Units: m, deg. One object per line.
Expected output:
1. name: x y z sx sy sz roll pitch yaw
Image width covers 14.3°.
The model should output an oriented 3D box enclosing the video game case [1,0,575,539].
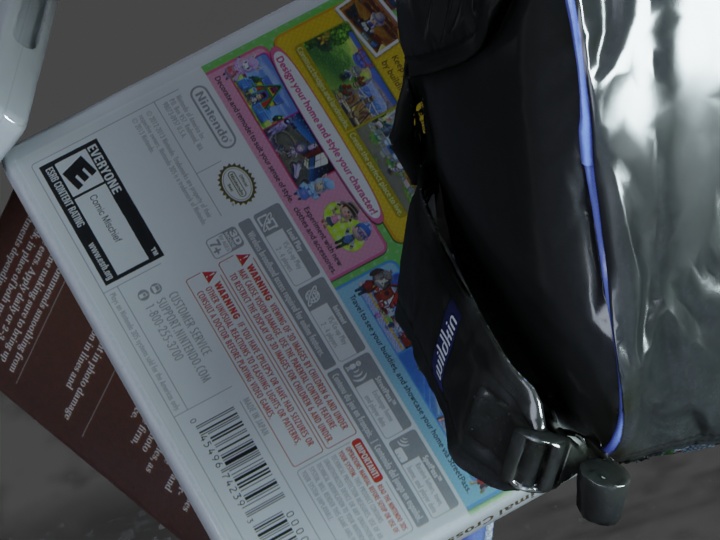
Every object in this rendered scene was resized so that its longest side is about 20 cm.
1. video game case: 0.000 0.000 0.996 0.182 0.022 0.200 -28 70 -9

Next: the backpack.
1. backpack: 0.082 -0.046 0.892 0.190 0.154 0.200 -149 55 -67

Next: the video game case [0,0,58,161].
1. video game case: -0.177 -0.042 1.103 0.023 0.182 0.200 32 121 -18

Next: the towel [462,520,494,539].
1. towel: -0.032 0.025 1.100 0.200 0.024 0.145 14 106 30

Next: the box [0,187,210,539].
1. box: -0.048 0.039 1.062 0.200 0.075 0.100 39 117 20
